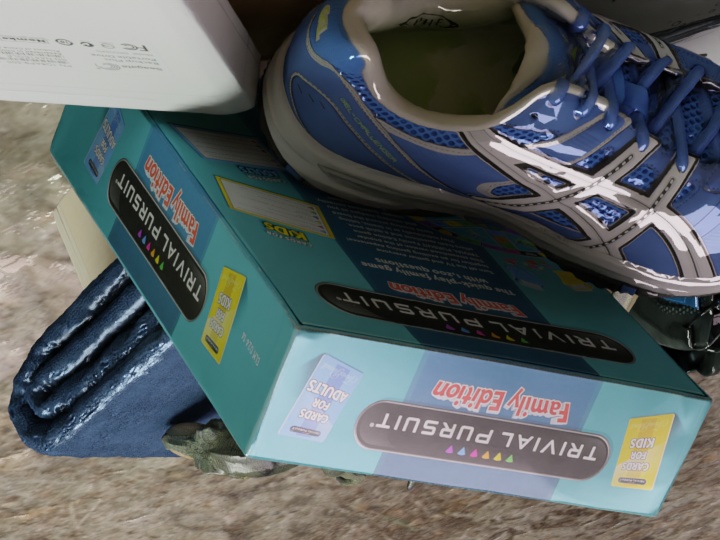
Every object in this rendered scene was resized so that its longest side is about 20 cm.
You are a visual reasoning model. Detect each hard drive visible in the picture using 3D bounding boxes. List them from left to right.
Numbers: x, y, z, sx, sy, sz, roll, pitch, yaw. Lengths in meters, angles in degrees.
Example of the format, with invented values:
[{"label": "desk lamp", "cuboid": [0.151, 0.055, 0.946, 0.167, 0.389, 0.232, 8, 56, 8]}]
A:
[{"label": "hard drive", "cuboid": [-0.113, -0.090, 0.761, 0.131, 0.027, 0.200, 5, 167, 11]}]

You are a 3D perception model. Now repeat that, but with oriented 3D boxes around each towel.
[{"label": "towel", "cuboid": [-0.036, 0.031, 1.025, 0.112, 0.049, 0.199, -40, 154, 31]}]

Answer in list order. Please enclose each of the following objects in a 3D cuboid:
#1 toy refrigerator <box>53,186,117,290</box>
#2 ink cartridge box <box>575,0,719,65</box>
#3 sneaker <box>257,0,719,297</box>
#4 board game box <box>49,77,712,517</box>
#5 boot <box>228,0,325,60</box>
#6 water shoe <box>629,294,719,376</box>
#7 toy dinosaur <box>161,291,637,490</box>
[{"label": "toy refrigerator", "cuboid": [-0.017, -0.026, 1.074, 0.199, 0.070, 0.076, -5, 150, -40]}, {"label": "ink cartridge box", "cuboid": [0.112, -0.124, 0.890, 0.146, 0.083, 0.200, -12, 162, -20]}, {"label": "sneaker", "cuboid": [0.069, -0.043, 0.829, 0.199, 0.076, 0.077, 8, 160, -8]}, {"label": "board game box", "cuboid": [0.000, 0.000, 0.868, 0.150, 0.200, 0.047, 11, 114, -30]}, {"label": "boot", "cuboid": [-0.029, -0.119, 0.787, 0.174, 0.066, 0.200, -11, 162, -23]}, {"label": "water shoe", "cuboid": [0.183, -0.002, 1.336, 0.071, 0.079, 0.200, -16, 162, -12]}, {"label": "toy dinosaur", "cuboid": [0.029, 0.043, 0.983, 0.199, 0.048, 0.088, -24, 166, 9]}]
